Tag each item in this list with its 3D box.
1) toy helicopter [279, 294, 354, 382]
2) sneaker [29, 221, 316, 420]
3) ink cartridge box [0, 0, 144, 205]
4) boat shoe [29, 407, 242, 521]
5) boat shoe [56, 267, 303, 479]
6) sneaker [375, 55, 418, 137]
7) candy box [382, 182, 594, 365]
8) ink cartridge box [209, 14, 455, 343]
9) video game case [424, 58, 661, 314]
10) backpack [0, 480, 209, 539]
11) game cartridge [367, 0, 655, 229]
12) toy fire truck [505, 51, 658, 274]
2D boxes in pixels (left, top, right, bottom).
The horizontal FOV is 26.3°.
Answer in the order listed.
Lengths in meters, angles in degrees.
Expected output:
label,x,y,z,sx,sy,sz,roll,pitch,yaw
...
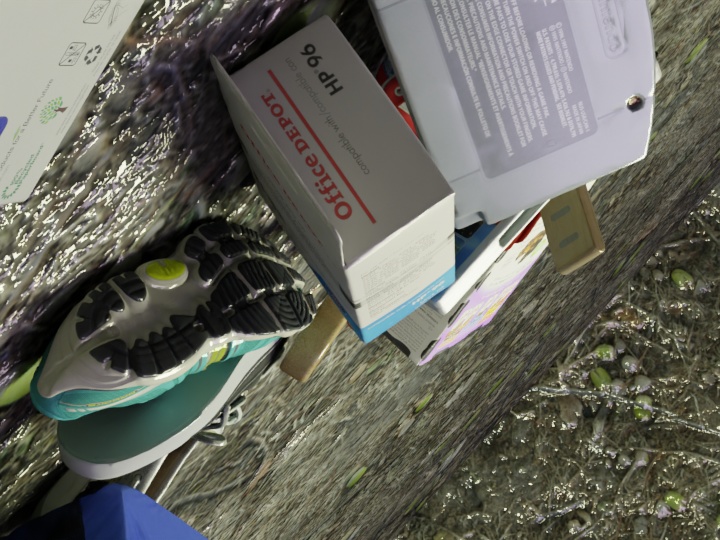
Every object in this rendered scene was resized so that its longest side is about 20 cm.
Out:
label,x,y,z,sx,sy,sz,roll,pitch,yaw
toy helicopter,0.000,0.000,1.003,0.200,0.079,0.132,-55,-179,-37
sneaker,-0.102,0.029,0.849,0.080,0.078,0.200,-42,166,36
ink cartridge box,-0.150,-0.059,0.475,0.100,0.039,0.200,-54,168,20
boat shoe,-0.123,0.112,0.991,0.202,0.065,0.074,-45,167,-17
boat shoe,-0.105,0.069,0.914,0.199,0.073,0.068,-50,157,-45
sneaker,0.055,-0.151,0.834,0.071,0.112,0.201,-82,165,-54
candy box,0.113,-0.028,1.373,0.200,0.071,0.168,-55,166,25
ink cartridge box,-0.009,-0.047,0.785,0.068,0.116,0.200,-34,166,-6
video game case,0.067,-0.079,0.937,0.200,0.143,0.017,-47,138,-11
backpack,-0.176,0.239,0.875,0.199,0.168,0.163,-27,133,14
game cartridge,0.080,-0.119,0.783,0.133,0.041,0.200,-20,133,3
toy fire truck,0.119,-0.070,1.053,0.200,0.128,0.176,-53,175,-49
